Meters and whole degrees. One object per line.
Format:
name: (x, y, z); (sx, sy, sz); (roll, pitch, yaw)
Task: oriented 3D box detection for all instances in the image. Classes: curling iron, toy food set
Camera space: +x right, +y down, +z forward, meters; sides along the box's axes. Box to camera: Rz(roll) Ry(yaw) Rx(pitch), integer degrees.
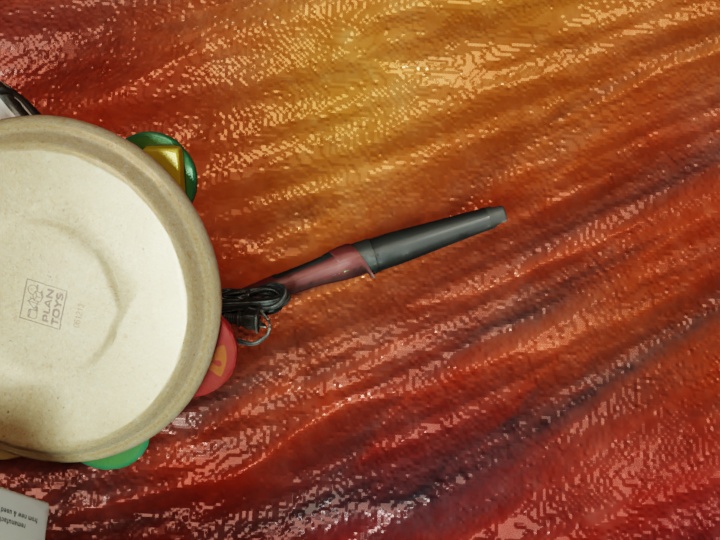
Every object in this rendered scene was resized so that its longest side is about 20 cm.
curling iron: (0.000, 0.000, 0.859); (0.198, 0.026, 0.050); (-20, 36, -15)
toy food set: (-0.166, 0.015, 0.775); (0.196, 0.049, 0.202); (1, 102, 8)

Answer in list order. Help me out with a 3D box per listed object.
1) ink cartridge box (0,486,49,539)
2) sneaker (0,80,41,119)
ink cartridge box: (-0.248, 0.211, 0.709); (0.145, 0.083, 0.202); (-5, 68, 23)
sneaker: (-0.193, -0.004, 0.838); (0.115, 0.076, 0.201); (-41, 83, 3)
